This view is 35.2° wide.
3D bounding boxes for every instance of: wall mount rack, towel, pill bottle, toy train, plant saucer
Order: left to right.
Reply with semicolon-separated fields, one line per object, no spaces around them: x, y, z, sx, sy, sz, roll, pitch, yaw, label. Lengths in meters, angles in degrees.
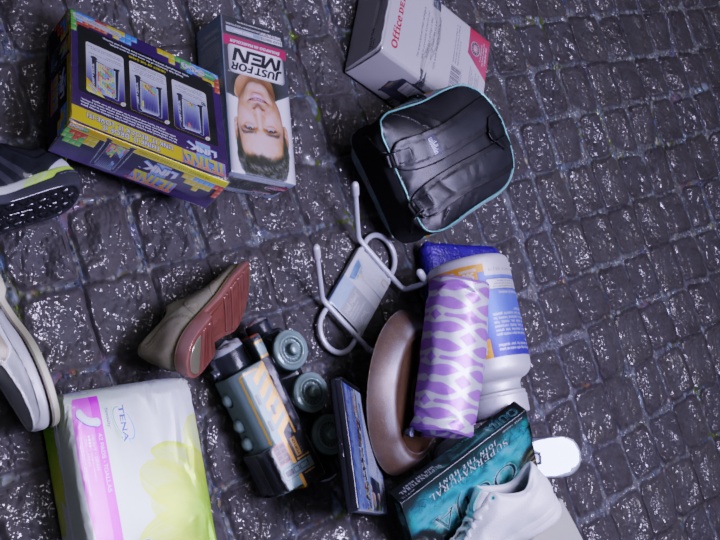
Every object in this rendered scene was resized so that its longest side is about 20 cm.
-0.095;0.157;1.283;0.113;0.085;0.203;-27;94;-35;toy train
0.000;0.000;1.425;0.174;0.074;0.201;48;48;-21;wall mount rack
0.063;0.152;1.402;0.199;0.032;0.205;-4;95;-63;plant saucer
0.152;0.060;1.563;0.146;0.049;0.204;2;74;-43;towel
0.157;0.089;1.462;0.111;0.111;0.204;0;74;-42;pill bottle

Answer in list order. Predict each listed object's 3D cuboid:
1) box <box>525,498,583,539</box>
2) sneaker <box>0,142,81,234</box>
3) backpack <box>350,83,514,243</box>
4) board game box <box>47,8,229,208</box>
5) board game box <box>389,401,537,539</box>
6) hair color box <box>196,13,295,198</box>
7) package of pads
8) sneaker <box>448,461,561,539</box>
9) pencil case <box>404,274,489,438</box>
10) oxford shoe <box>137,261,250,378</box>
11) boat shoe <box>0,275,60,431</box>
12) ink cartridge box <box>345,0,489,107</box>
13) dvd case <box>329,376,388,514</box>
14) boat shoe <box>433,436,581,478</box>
0.184;0.393;1.419;0.199;0.127;0.110;-38;102;-43;box
-0.375;-0.082;1.133;0.198;0.072;0.083;-18;63;-46;sneaker
0.098;-0.147;1.510;0.198;0.153;0.178;-30;95;-24;backpack
-0.244;-0.176;1.251;0.198;0.057;0.168;20;47;-36;board game box
0.133;0.268;1.393;0.198;0.028;0.137;-33;127;-20;board game box
-0.139;-0.198;1.380;0.098;0.060;0.204;8;71;-41;hair color box
-0.228;0.215;1.144;0.153;0.068;0.204;-5;79;-43;package of pads
0.146;0.306;1.367;0.198;0.075;0.089;-34;110;-17;sneaker
0.109;0.106;1.369;0.082;0.085;0.204;11;80;-7;pencil case
-0.178;0.042;1.253;0.200;0.072;0.072;-55;151;-59;oxford shoe
-0.357;0.069;1.081;0.068;0.074;0.202;-27;87;-38;boat shoe
0.083;-0.303;1.606;0.198;0.084;0.147;30;57;-33;ink cartridge box
-0.001;0.207;1.308;0.200;0.017;0.145;50;30;-73;dvd case
0.187;0.249;1.515;0.198;0.086;0.076;-3;80;-13;boat shoe
